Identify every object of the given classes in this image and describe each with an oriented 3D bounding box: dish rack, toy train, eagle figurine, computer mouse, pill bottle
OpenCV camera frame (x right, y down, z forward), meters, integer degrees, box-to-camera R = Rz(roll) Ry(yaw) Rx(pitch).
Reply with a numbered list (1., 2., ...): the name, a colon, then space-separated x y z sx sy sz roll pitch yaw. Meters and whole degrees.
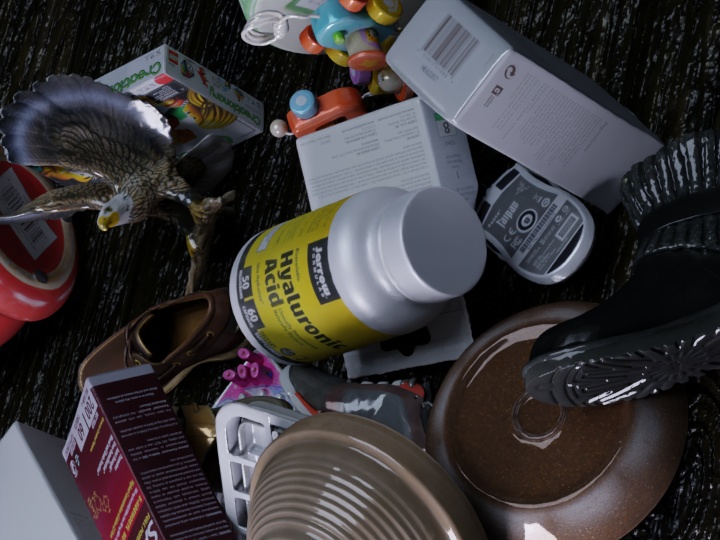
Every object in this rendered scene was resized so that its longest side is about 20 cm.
1. dish rack: -0.013 0.181 1.624 0.200 0.044 0.172 16 125 34
2. toy train: -0.015 -0.151 1.763 0.150 0.200 0.056 -21 64 5
3. eagle figurine: -0.211 -0.073 1.868 0.200 0.151 0.152 23 88 6
4. computer mouse: 0.120 -0.041 1.674 0.110 0.044 0.200 -52 40 5
5. pill bottle: 0.000 0.000 1.635 0.200 0.111 0.112 -20 58 49

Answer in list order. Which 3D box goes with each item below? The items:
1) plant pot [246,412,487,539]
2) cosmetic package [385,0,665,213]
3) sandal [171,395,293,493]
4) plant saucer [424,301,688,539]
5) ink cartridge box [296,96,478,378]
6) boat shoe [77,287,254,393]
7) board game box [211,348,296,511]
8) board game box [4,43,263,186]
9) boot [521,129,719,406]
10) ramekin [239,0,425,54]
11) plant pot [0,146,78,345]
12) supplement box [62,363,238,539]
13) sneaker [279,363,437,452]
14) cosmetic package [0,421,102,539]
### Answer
1. plant pot: -0.012 0.208 1.543 0.200 0.093 0.201 20 127 29
2. cosmetic package: 0.121 -0.122 1.594 0.074 0.200 0.102 -51 46 11
3. sandal: -0.136 0.136 1.776 0.200 0.054 0.081 -2 70 42
4. plant saucer: 0.132 0.107 1.563 0.200 0.037 0.201 -11 61 21
5. ink cartridge box: 0.032 -0.026 1.713 0.161 0.050 0.201 -14 91 51
6. boat shoe: -0.173 0.060 1.867 0.200 0.067 0.072 -25 64 33
7. board game box: -0.099 0.191 1.775 0.200 0.026 0.200 -53 46 11
8. board game box: -0.201 -0.125 1.937 0.200 0.126 0.035 -23 55 34
9. boot: 0.197 -0.001 1.525 0.211 0.079 0.158 -16 60 -1
10. ramekin: -0.016 -0.263 1.790 0.200 0.200 0.098 -30 62 29
11. plant pot: -0.373 -0.013 1.994 0.182 0.200 0.201 -24 57 29
12. supplement box: -0.162 0.186 1.719 0.200 0.061 0.109 59 146 29
13. sneaker: 0.023 0.114 1.676 0.200 0.077 0.082 35 88 34
14. cosmetic package: -0.265 0.238 1.867 0.113 0.081 0.200 -48 46 14
